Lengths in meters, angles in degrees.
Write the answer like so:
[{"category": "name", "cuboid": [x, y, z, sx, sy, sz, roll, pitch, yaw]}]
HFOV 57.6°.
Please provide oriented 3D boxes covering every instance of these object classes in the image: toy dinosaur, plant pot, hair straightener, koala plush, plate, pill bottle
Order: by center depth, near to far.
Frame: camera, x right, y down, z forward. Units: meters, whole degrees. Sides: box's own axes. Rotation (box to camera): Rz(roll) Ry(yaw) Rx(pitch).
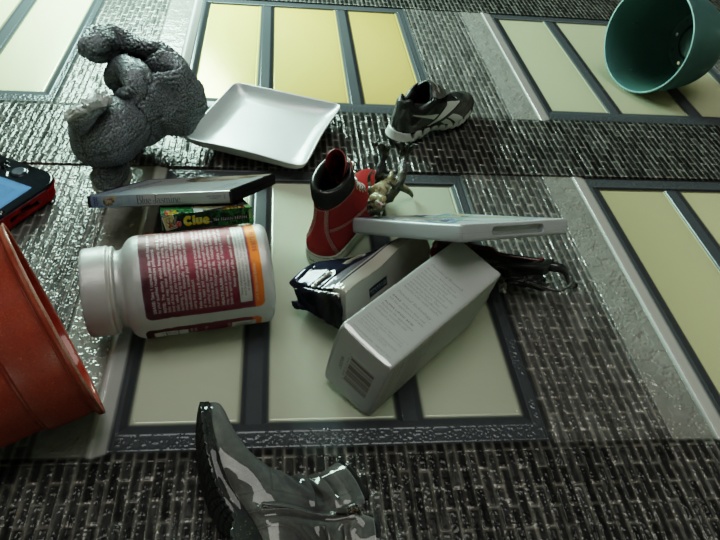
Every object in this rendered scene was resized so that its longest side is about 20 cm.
[{"category": "plant pot", "cuboid": [-0.368, 0.090, 0.587, 0.194, 0.202, 0.201, -28, 53, -22]}, {"category": "pill bottle", "cuboid": [-0.202, 0.013, 0.734, 0.198, 0.115, 0.115, -7, 44, -15]}, {"category": "hair straightener", "cuboid": [0.188, 0.009, 0.854, 0.198, 0.041, 0.077, 11, 43, -2]}, {"category": "toy dinosaur", "cuboid": [0.042, -0.128, 0.884, 0.047, 0.089, 0.200, 12, 18, 17]}, {"category": "koala plush", "cuboid": [-0.333, -0.217, 0.916, 0.182, 0.178, 0.201, 15, 46, 9]}, {"category": "plate", "cuboid": [-0.152, -0.232, 1.063, 0.198, 0.032, 0.201, 14, 44, 9]}, {"category": "plant pot", "cuboid": [0.614, -0.451, 1.291, 0.160, 0.202, 0.201, -7, 43, -29]}]

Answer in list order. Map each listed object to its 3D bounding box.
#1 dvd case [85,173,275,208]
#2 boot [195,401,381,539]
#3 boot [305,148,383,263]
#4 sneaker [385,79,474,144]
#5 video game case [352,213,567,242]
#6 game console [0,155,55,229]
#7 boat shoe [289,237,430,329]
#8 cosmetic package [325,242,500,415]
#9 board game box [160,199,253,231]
[{"category": "dvd case", "cuboid": [-0.227, -0.105, 0.849, 0.198, 0.018, 0.143, -1, 17, 15]}, {"category": "boot", "cuboid": [-0.071, 0.198, 0.601, 0.131, 0.070, 0.201, -10, 53, -27]}, {"category": "boot", "cuboid": [-0.011, -0.116, 0.876, 0.072, 0.145, 0.200, 18, 42, 14]}, {"category": "sneaker", "cuboid": [0.128, -0.284, 1.113, 0.199, 0.091, 0.066, -27, 53, -32]}, {"category": "video game case", "cuboid": [0.119, -0.056, 0.813, 0.181, 0.022, 0.199, -6, 9, -36]}, {"category": "game console", "cuboid": [-0.528, -0.092, 0.864, 0.176, 0.031, 0.200, 22, 44, 15]}, {"category": "boat shoe", "cuboid": [0.000, 0.000, 0.810, 0.092, 0.075, 0.199, 16, 30, 34]}, {"category": "cosmetic package", "cuboid": [0.059, 0.058, 0.725, 0.074, 0.102, 0.200, 41, 50, 17]}, {"category": "board game box", "cuboid": [-0.202, -0.081, 0.835, 0.104, 0.024, 0.200, -10, 16, -16]}]
